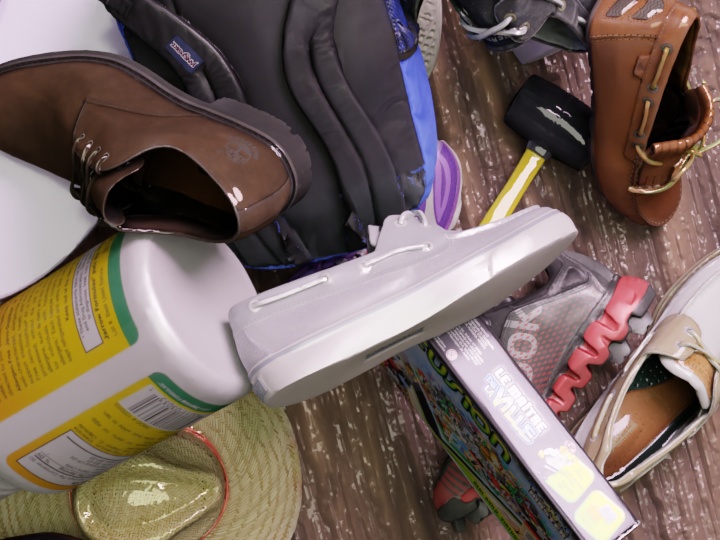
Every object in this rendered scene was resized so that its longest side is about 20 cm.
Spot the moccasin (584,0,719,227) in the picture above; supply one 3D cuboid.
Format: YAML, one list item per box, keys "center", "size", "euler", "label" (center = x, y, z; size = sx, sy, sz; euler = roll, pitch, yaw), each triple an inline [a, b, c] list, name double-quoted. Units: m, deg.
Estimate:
- center: [0.186, -0.095, 0.986]
  size: [0.077, 0.202, 0.074]
  euler: [23, 57, 25]
  label: "moccasin"

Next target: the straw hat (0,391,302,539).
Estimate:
- center: [-0.131, 0.138, 0.986]
  size: [0.199, 0.085, 0.203]
  euler: [0, 89, -7]
  label: "straw hat"

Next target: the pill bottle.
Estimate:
- center: [-0.159, 0.058, 0.909]
  size: [0.199, 0.113, 0.113]
  euler: [-30, 93, 25]
  label: "pill bottle"

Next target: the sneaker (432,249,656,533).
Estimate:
- center: [0.099, 0.070, 1.027]
  size: [0.098, 0.071, 0.201]
  euler: [37, 92, 7]
  label: "sneaker"

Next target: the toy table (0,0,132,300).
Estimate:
- center: [-0.203, -0.073, 0.965]
  size: [0.184, 0.117, 0.200]
  euler: [42, 84, -4]
  label: "toy table"

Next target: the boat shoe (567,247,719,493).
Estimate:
- center: [0.210, 0.068, 1.041]
  size: [0.075, 0.068, 0.201]
  euler: [38, 85, -6]
  label: "boat shoe"

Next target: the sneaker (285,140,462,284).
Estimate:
- center: [0.000, 0.000, 1.007]
  size: [0.080, 0.083, 0.201]
  euler: [36, 83, -6]
  label: "sneaker"

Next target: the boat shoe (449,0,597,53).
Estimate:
- center: [0.086, -0.158, 0.901]
  size: [0.199, 0.072, 0.072]
  euler: [2, 96, -48]
  label: "boat shoe"

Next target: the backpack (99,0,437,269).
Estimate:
- center: [-0.032, -0.115, 0.935]
  size: [0.161, 0.168, 0.202]
  euler: [-13, 108, 16]
  label: "backpack"

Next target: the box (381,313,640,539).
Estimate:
- center: [0.076, 0.089, 0.938]
  size: [0.035, 0.110, 0.201]
  euler: [-33, 75, -17]
  label: "box"

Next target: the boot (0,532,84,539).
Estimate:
- center: [-0.214, 0.209, 0.955]
  size: [0.198, 0.074, 0.098]
  euler: [3, 101, 31]
  label: "boot"

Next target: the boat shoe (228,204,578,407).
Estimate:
- center: [0.022, 0.004, 0.875]
  size: [0.199, 0.072, 0.069]
  euler: [-28, 75, -6]
  label: "boat shoe"

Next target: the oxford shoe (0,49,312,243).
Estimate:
- center: [-0.132, -0.065, 0.848]
  size: [0.198, 0.084, 0.073]
  euler: [15, 125, 21]
  label: "oxford shoe"

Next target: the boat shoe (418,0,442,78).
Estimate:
- center: [0.001, -0.210, 1.022]
  size: [0.074, 0.062, 0.202]
  euler: [-21, 107, 1]
  label: "boat shoe"

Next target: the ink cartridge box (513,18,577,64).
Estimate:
- center: [0.111, -0.255, 1.025]
  size: [0.144, 0.084, 0.201]
  euler: [-37, 94, -7]
  label: "ink cartridge box"

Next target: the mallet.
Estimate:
- center: [0.095, -0.026, 1.032]
  size: [0.065, 0.041, 0.201]
  euler: [25, 82, 4]
  label: "mallet"
